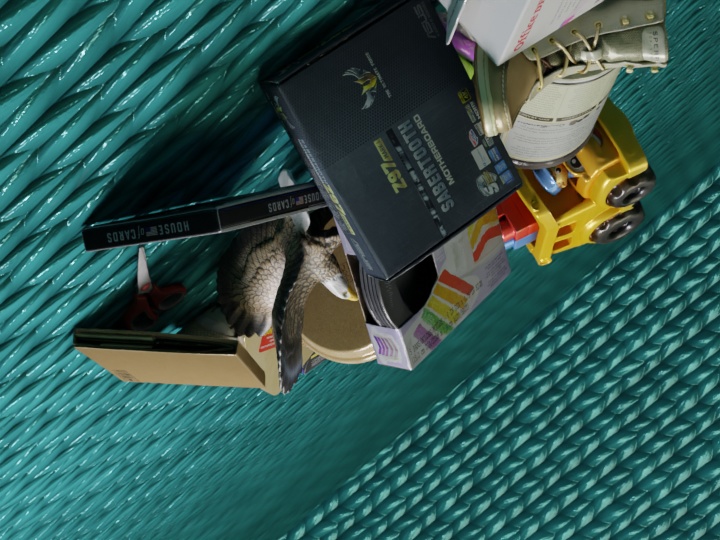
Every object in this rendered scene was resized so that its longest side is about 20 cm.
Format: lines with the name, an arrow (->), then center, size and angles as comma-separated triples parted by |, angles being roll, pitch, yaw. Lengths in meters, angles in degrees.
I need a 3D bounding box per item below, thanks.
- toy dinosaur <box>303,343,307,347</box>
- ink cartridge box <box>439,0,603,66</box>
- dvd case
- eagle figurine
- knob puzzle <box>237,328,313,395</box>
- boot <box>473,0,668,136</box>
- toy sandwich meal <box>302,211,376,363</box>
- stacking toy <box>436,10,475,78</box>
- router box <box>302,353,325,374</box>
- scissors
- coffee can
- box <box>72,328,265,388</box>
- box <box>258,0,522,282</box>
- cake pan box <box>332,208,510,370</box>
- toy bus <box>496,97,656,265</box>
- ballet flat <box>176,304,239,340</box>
toy dinosaur -> 0.001, 0.023, 1.521 | 0.200, 0.135, 0.102 | 126, -14, -52
ink cartridge box -> 0.139, -0.272, 1.059 | 0.200, 0.125, 0.129 | -33, 165, -23
dvd case -> -0.118, -0.050, 1.154 | 0.150, 0.025, 0.200 | -7, -174, 34
eagle figurine -> -0.065, 0.004, 1.350 | 0.200, 0.151, 0.152 | -48, 176, 5
knob puzzle -> -0.090, 0.052, 1.573 | 0.220, 0.030, 0.220 | -44, 146, -40
boot -> 0.182, -0.184, 1.131 | 0.200, 0.154, 0.072 | -68, 155, -46
toy sandwich meal -> 0.000, 0.000, 1.442 | 0.205, 0.205, 0.070 | -45, 158, 23
stacking toy -> 0.068, -0.194, 1.219 | 0.116, 0.110, 0.200 | 27, 100, -31
router box -> -0.009, 0.047, 1.838 | 0.200, 0.052, 0.157 | -35, 166, -18
scissors -> -0.216, 0.023, 1.308 | 0.073, 0.014, 0.200 | -36, 168, -4
coffee can -> 0.185, -0.208, 1.337 | 0.146, 0.146, 0.200 | -36, 166, -14
box -> -0.189, 0.093, 1.373 | 0.163, 0.021, 0.200 | 2, 166, 5
box -> 0.029, -0.115, 1.141 | 0.158, 0.200, 0.051 | -34, -162, -16
cake pan box -> 0.063, -0.027, 1.327 | 0.052, 0.185, 0.200 | 7, -145, 41
toy bus -> 0.221, -0.094, 1.535 | 0.192, 0.136, 0.200 | -24, 158, -9
ballet flat -> -0.156, 0.064, 1.536 | 0.063, 0.067, 0.200 | -71, 163, 9
